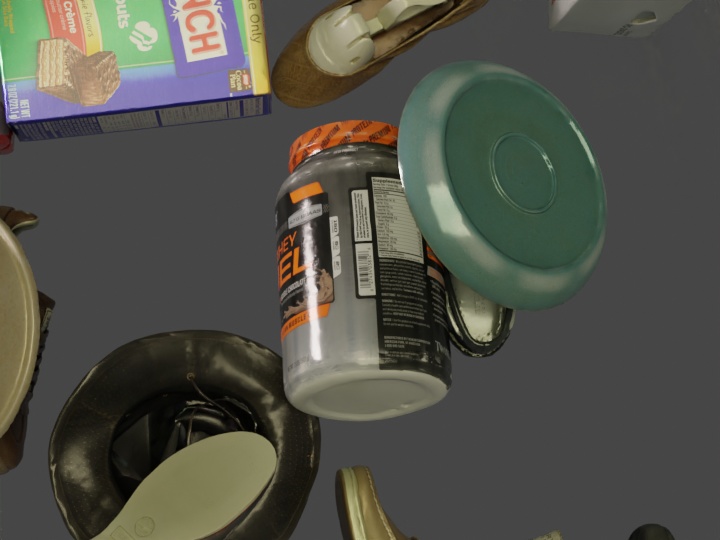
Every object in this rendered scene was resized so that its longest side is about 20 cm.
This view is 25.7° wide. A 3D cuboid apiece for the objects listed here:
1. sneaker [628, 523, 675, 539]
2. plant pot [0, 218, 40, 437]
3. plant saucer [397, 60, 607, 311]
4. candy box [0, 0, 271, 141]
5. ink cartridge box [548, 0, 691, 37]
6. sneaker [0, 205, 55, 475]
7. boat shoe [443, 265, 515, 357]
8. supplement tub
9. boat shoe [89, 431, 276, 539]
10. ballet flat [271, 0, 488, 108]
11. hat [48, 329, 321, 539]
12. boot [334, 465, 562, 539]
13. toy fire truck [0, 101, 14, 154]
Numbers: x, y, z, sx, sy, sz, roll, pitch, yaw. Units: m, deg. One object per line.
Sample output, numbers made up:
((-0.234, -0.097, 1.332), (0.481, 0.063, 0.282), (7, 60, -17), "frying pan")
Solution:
((0.271, 0.279, 1.195), (0.115, 0.075, 0.200), (-11, 96, -9), "sneaker")
((-0.354, 0.036, 1.072), (0.200, 0.183, 0.201), (-4, 82, 31), "plant pot")
((0.115, -0.069, 1.173), (0.200, 0.027, 0.200), (15, 63, -33), "plant saucer")
((-0.173, -0.195, 1.196), (0.200, 0.077, 0.169), (-7, 86, -5), "candy box")
((0.194, -0.289, 1.190), (0.083, 0.145, 0.200), (1, 85, -4), "ink cartridge box")
((-0.263, 0.049, 1.175), (0.075, 0.070, 0.200), (-11, 87, -6), "sneaker")
((0.088, -0.034, 1.207), (0.076, 0.060, 0.200), (-10, 86, -4), "boat shoe")
((0.000, 0.000, 1.153), (0.122, 0.123, 0.200), (-2, 67, -4), "supplement tub")
((-0.136, 0.192, 1.100), (0.200, 0.063, 0.071), (-41, 55, -14), "boat shoe")
((0.020, -0.192, 1.209), (0.200, 0.072, 0.068), (-28, 88, -5), "ballet flat")
((-0.134, 0.132, 1.172), (0.200, 0.081, 0.201), (-1, 93, -18), "hat")
((0.076, 0.219, 1.182), (0.155, 0.072, 0.200), (-21, 92, -4), "boot")
((-0.358, -0.090, 1.144), (0.200, 0.141, 0.049), (-17, 87, -4), "toy fire truck")
